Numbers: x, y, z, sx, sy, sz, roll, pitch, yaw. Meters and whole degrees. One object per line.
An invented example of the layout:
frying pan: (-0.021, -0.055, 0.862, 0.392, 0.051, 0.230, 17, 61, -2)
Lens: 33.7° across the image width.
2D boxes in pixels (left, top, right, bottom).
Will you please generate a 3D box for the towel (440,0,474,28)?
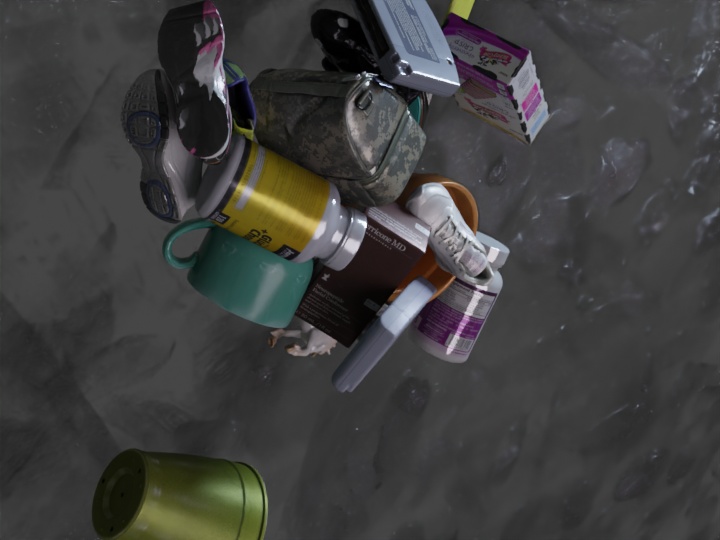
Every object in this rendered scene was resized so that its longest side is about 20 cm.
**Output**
towel: (0.145, -0.393, 1.669, 0.086, 0.018, 0.202, -21, 135, -65)

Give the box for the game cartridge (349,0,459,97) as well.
game cartridge: (0.053, -0.313, 1.533, 0.041, 0.201, 0.133, -37, 151, 30)

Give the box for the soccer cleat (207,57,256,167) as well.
soccer cleat: (-0.160, -0.171, 1.496, 0.064, 0.084, 0.202, -31, 135, -26)

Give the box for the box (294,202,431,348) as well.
box: (0.000, 0.000, 1.601, 0.100, 0.075, 0.201, 31, 122, -9)

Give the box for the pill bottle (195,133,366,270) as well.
pill bottle: (-0.096, -0.078, 1.472, 0.199, 0.112, 0.113, 27, 98, -20)

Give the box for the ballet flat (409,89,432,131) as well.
ballet flat: (0.073, -0.269, 1.673, 0.068, 0.068, 0.201, -39, 139, -36)

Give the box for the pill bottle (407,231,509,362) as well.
pill bottle: (0.164, 0.039, 1.939, 0.112, 0.112, 0.201, 11, 109, -47)

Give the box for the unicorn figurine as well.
unicorn figurine: (-0.081, 0.070, 1.745, 0.137, 0.073, 0.202, -20, 124, -48)

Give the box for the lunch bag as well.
lunch bag: (-0.035, -0.183, 1.516, 0.168, 0.199, 0.140, 47, 63, -46)

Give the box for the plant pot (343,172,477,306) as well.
plant pot: (0.054, -0.065, 1.736, 0.199, 0.140, 0.202, -25, 133, -30)

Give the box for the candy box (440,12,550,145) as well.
candy box: (0.187, -0.269, 1.689, 0.061, 0.136, 0.200, -55, 155, -5)

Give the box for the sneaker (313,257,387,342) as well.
sneaker: (-0.018, 0.038, 1.742, 0.074, 0.080, 0.200, -30, 136, 15)

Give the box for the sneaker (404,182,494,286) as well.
sneaker: (0.130, -0.049, 1.637, 0.075, 0.099, 0.200, -47, 138, -5)

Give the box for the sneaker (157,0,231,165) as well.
sneaker: (-0.191, -0.215, 1.397, 0.079, 0.202, 0.086, -4, 164, 0)

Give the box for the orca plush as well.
orca plush: (0.006, -0.259, 1.574, 0.104, 0.072, 0.200, -20, 133, 16)

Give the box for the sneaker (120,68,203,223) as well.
sneaker: (-0.235, -0.160, 1.458, 0.087, 0.074, 0.202, -46, 144, -42)

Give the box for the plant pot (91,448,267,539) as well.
plant pot: (-0.268, 0.341, 1.685, 0.192, 0.200, 0.201, 30, 95, -38)

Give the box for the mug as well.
mug: (-0.149, -0.013, 1.564, 0.184, 0.152, 0.115, 17, 104, -49)

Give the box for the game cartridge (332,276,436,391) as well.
game cartridge: (0.038, 0.078, 1.601, 0.134, 0.041, 0.200, -56, 174, 25)
